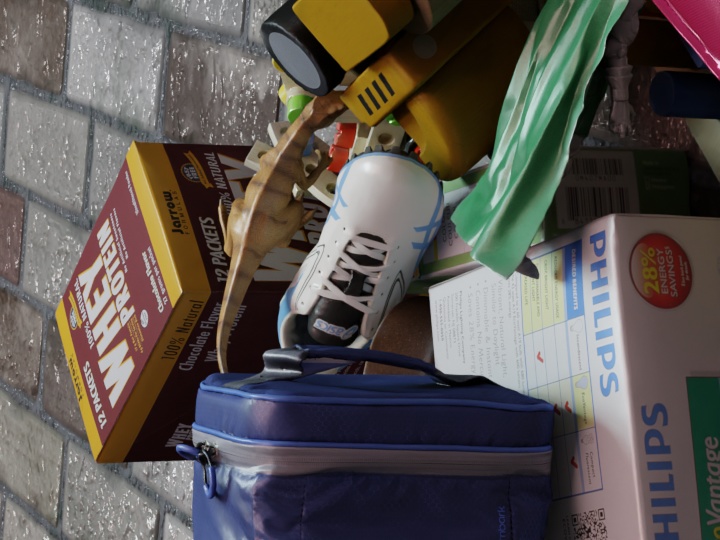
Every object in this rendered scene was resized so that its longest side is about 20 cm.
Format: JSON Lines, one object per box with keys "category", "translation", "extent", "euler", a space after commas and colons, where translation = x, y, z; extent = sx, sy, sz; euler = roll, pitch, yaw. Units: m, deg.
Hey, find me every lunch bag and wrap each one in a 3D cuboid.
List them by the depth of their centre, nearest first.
{"category": "lunch bag", "translation": [-0.002, 0.107, 1.276], "extent": [0.136, 0.199, 0.133], "euler": [-176, 90, -67]}

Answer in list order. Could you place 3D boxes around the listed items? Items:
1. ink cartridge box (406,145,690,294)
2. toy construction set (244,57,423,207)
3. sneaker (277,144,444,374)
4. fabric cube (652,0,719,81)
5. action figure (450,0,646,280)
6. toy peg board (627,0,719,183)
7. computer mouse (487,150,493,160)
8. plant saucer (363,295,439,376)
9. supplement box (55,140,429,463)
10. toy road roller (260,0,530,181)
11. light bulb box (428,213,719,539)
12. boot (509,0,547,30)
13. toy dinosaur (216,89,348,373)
{"category": "ink cartridge box", "translation": [0.100, -0.027, 1.450], "extent": [0.200, 0.103, 0.060], "euler": [-19, 73, 61]}
{"category": "toy construction set", "translation": [-0.011, -0.089, 1.551], "extent": [0.200, 0.130, 0.093], "euler": [116, 163, -62]}
{"category": "sneaker", "translation": [0.000, 0.000, 1.442], "extent": [0.200, 0.071, 0.073], "euler": [115, 169, -51]}
{"category": "fabric cube", "translation": [0.266, -0.165, 1.042], "extent": [0.197, 0.199, 0.200], "euler": [57, 139, 45]}
{"category": "action figure", "translation": [0.113, -0.098, 1.287], "extent": [0.201, 0.054, 0.118], "euler": [-66, 22, 11]}
{"category": "toy peg board", "translation": [0.178, -0.185, 1.313], "extent": [0.201, 0.097, 0.200], "euler": [-63, 38, 41]}
{"category": "computer mouse", "translation": [0.076, -0.101, 1.584], "extent": [0.200, 0.034, 0.059], "euler": [22, 92, 55]}
{"category": "plant saucer", "translation": [0.063, 0.113, 1.459], "extent": [0.034, 0.200, 0.202], "euler": [-10, 79, 29]}
{"category": "supplement box", "translation": [-0.083, 0.024, 1.692], "extent": [0.198, 0.199, 0.133], "euler": [-59, 41, 43]}
{"category": "toy road roller", "translation": [0.047, -0.139, 1.372], "extent": [0.146, 0.123, 0.200], "euler": [47, 161, -3]}
{"category": "light bulb box", "translation": [0.144, 0.086, 1.343], "extent": [0.200, 0.124, 0.200], "euler": [-23, 69, 59]}
{"category": "boot", "translation": [0.096, -0.208, 1.455], "extent": [0.200, 0.072, 0.157], "euler": [157, 115, -78]}
{"category": "toy dinosaur", "translation": [-0.065, -0.023, 1.470], "extent": [0.106, 0.060, 0.201], "euler": [144, 146, -89]}
